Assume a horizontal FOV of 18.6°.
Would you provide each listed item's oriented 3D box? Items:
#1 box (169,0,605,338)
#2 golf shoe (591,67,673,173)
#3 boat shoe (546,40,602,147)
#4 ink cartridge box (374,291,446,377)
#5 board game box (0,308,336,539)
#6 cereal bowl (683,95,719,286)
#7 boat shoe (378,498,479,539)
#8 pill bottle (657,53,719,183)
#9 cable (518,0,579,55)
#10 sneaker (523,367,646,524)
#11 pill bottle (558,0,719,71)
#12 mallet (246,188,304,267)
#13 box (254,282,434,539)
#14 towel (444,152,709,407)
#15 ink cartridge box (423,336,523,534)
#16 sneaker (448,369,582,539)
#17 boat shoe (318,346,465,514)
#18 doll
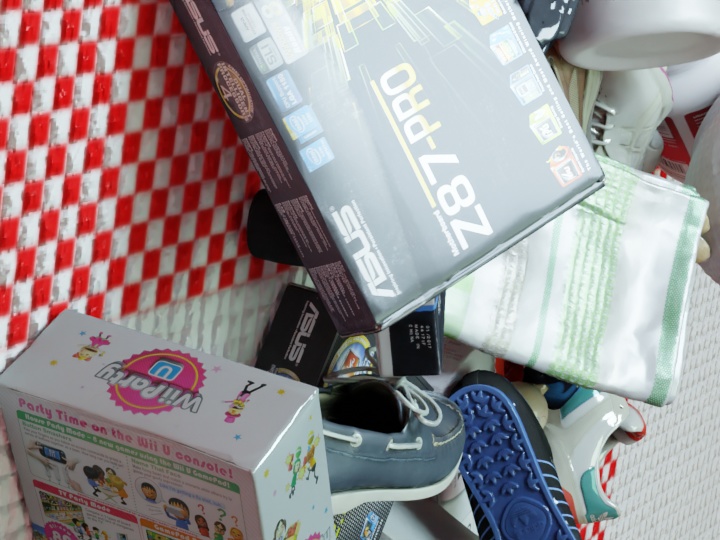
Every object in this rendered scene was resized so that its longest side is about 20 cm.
[{"bbox_3d":[0.014,-0.092,1.092,0.161,0.049,0.201,-31,98,-27],"label":"box"},{"bbox_3d":[0.167,-0.094,1.519,0.092,0.075,0.200,-54,157,-19],"label":"golf shoe"},{"bbox_3d":[0.114,-0.073,1.450,0.072,0.075,0.202,-28,120,-50],"label":"boat shoe"},{"bbox_3d":[0.029,-0.041,1.227,0.201,0.039,0.100,-86,171,-52],"label":"ink cartridge box"},{"bbox_3d":[-0.084,0.131,1.057,0.064,0.146,0.201,-49,144,-41],"label":"board game box"},{"bbox_3d":[0.295,-0.083,1.558,0.199,0.083,0.201,-34,146,-27],"label":"cereal bowl"},{"bbox_3d":[0.057,0.204,1.409,0.064,0.199,0.071,-46,-154,22],"label":"boat shoe"},{"bbox_3d":[0.240,-0.148,1.609,0.113,0.111,0.200,-68,154,-14],"label":"pill bottle"},{"bbox_3d":[0.082,-0.106,1.280,0.163,0.050,0.201,108,1,-68],"label":"cable"},{"bbox_3d":[0.160,0.085,1.559,0.070,0.092,0.202,61,38,-68],"label":"sneaker"},{"bbox_3d":[0.172,-0.235,1.380,0.114,0.113,0.202,11,73,-64],"label":"pill bottle"},{"bbox_3d":[0.000,0.000,1.252,0.200,0.065,0.042,39,59,-63],"label":"mallet"},{"bbox_3d":[-0.032,0.130,1.279,0.202,0.044,0.160,-68,154,-15],"label":"box"},{"bbox_3d":[0.126,-0.010,1.380,0.199,0.031,0.151,18,71,-24],"label":"towel"},{"bbox_3d":[0.083,0.090,1.491,0.200,0.057,0.164,-40,137,-43],"label":"ink cartridge box"},{"bbox_3d":[0.105,0.157,1.373,0.078,0.070,0.202,-36,109,-76],"label":"sneaker"},{"bbox_3d":[0.003,0.084,1.198,0.199,0.075,0.062,-4,119,-53],"label":"boat shoe"},{"bbox_3d":[0.153,0.033,1.463,0.200,0.048,0.137,-47,154,-16],"label":"doll"}]
